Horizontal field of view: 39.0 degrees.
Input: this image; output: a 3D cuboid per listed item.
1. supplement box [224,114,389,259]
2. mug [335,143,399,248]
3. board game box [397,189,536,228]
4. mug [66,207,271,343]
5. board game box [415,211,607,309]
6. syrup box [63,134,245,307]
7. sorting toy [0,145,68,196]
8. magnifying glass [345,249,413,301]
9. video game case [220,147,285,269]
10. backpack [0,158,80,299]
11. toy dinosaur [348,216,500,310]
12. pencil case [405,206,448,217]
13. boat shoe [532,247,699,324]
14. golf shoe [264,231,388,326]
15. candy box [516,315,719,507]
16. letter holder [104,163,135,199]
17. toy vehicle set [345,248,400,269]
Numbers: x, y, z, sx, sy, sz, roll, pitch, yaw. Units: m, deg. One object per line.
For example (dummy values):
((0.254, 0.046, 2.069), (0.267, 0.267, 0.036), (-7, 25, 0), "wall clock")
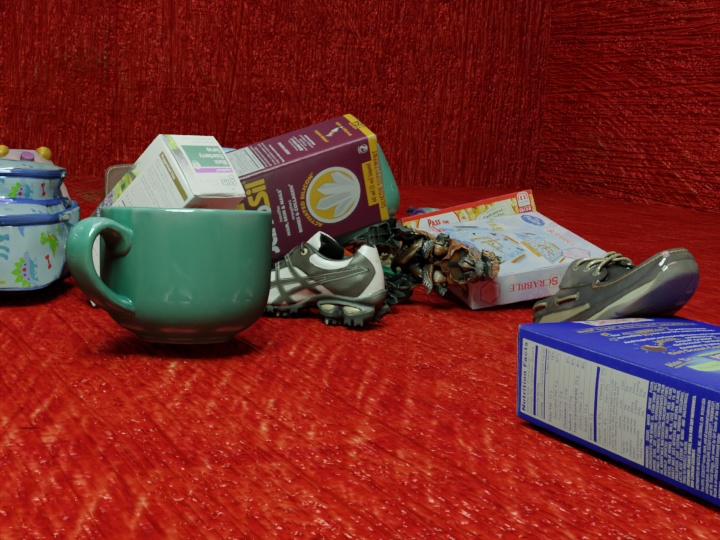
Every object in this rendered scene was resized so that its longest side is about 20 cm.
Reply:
((-0.078, -0.091, 1.166), (0.198, 0.111, 0.086), (-20, 31, -15), "supplement box")
((-0.027, -0.094, 1.468), (0.151, 0.116, 0.185), (-21, -6, -35), "mug")
((0.139, -0.065, 1.487), (0.198, 0.047, 0.151), (-13, -2, -14), "board game box")
((-0.171, 0.003, 0.907), (0.183, 0.116, 0.152), (0, 4, -19), "mug")
((0.189, -0.018, 1.310), (0.197, 0.042, 0.200), (-9, 23, -18), "board game box")
((-0.218, -0.051, 1.068), (0.200, 0.082, 0.078), (-42, -19, 31), "syrup box")
((-0.746, -0.200, 2.303), (0.198, 0.108, 0.180), (-2, 29, -35), "sorting toy")
((0.000, 0.000, 1.295), (0.079, 0.023, 0.200), (-8, 23, -26), "magnifying glass")
((-0.137, -0.065, 1.257), (0.197, 0.183, 0.046), (6, -31, 5), "video game case")
((-0.411, -0.049, 1.122), (0.180, 0.149, 0.200), (0, 11, -6), "backpack")
((0.064, -0.008, 1.198), (0.199, 0.104, 0.135), (-17, -6, 43), "toy dinosaur")
((0.170, -0.058, 1.636), (0.198, 0.086, 0.092), (1, -12, -24), "pencil case")
((0.199, 0.022, 0.851), (0.074, 0.074, 0.200), (-3, -22, -30), "boat shoe")
((-0.061, 0.003, 1.096), (0.198, 0.096, 0.078), (5, 9, 23), "golf shoe")
((0.231, 0.086, 0.699), (0.167, 0.078, 0.199), (-2, 11, -30), "candy box")
((-0.241, -0.076, 1.387), (0.197, 0.144, 0.101), (4, 8, 7), "letter holder")
((-0.022, -0.010, 1.429), (0.198, 0.027, 0.124), (8, 9, 28), "toy vehicle set")
